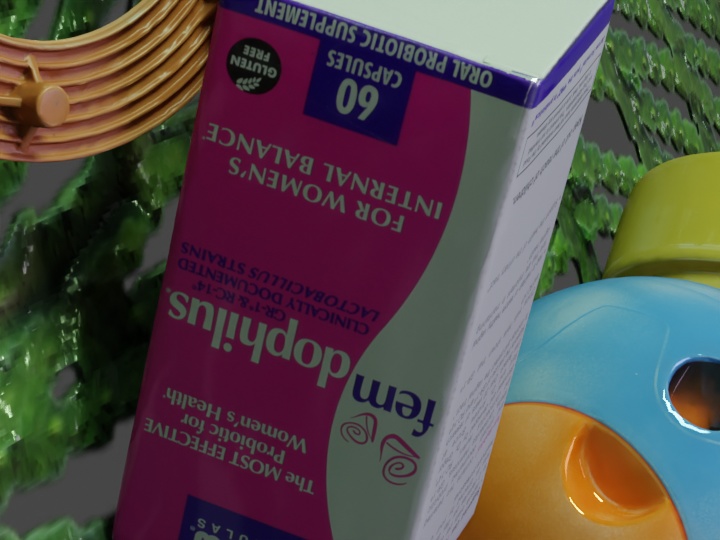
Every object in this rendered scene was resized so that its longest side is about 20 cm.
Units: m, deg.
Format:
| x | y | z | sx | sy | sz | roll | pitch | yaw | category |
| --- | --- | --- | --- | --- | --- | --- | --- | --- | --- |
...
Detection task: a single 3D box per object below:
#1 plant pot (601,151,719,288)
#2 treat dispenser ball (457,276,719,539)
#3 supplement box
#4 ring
| x | y | z | sx | sy | sz | roll | pitch | yaw | category |
| --- | --- | --- | --- | --- | --- | --- | --- | --- | --- |
| 0.208 | 0.068 | 1.306 | 0.201 | 0.201 | 0.189 | 54 | 51 | -52 | plant pot |
| 0.114 | 0.103 | 1.025 | 0.201 | 0.201 | 0.201 | -6 | 90 | -68 | treat dispenser ball |
| 0.000 | 0.000 | 0.805 | 0.103 | 0.101 | 0.200 | -49 | 155 | -61 | supplement box |
| -0.086 | -0.131 | 0.727 | 0.200 | 0.019 | 0.201 | -11 | 105 | -45 | ring |
